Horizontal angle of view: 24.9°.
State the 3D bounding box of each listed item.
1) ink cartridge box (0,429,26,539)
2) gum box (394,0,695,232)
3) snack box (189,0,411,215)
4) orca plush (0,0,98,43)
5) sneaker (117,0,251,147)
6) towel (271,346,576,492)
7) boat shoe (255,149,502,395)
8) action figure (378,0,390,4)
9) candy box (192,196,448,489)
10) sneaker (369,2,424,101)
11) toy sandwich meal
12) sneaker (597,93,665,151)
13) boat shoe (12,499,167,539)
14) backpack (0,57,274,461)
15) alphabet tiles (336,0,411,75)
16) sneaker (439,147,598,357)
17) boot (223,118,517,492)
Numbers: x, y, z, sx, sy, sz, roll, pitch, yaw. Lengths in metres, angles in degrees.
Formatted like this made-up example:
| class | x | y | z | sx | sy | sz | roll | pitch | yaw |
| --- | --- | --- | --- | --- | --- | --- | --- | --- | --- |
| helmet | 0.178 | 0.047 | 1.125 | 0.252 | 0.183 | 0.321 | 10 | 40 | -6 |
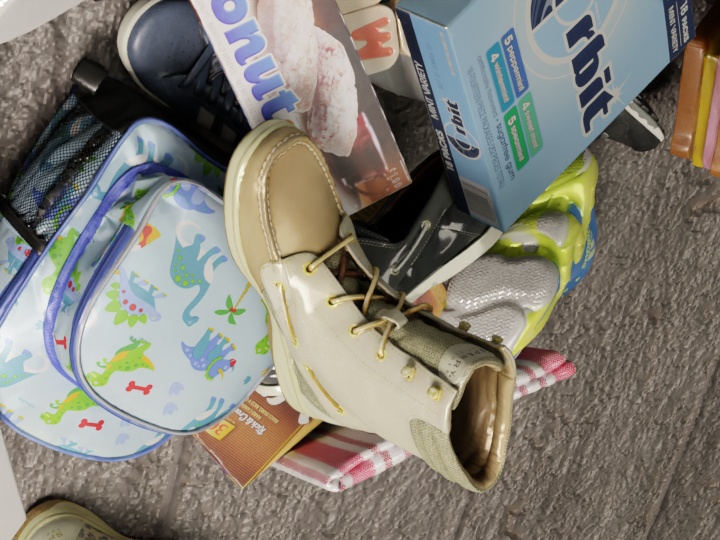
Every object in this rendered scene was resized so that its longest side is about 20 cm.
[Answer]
| class | x | y | z | sx | sy | sz | roll | pitch | yaw |
| --- | --- | --- | --- | --- | --- | --- | --- | --- | --- |
| ink cartridge box | -0.285 | 0.080 | 0.906 | 0.084 | 0.145 | 0.201 | -58 | 150 | -48 |
| gum box | 0.120 | -0.150 | 0.984 | 0.200 | 0.044 | 0.170 | -45 | 140 | -21 |
| snack box | -0.038 | -0.114 | 0.904 | 0.072 | 0.024 | 0.200 | -27 | 125 | -3 |
| orca plush | -0.137 | -0.204 | 0.831 | 0.200 | 0.071 | 0.105 | -42 | 166 | 24 |
| sneaker | -0.058 | -0.100 | 0.993 | 0.200 | 0.085 | 0.075 | 30 | 99 | -41 |
| towel | 0.037 | 0.102 | 1.141 | 0.199 | 0.146 | 0.030 | -25 | 99 | -18 |
| boat shoe | 0.000 | 0.000 | 1.035 | 0.200 | 0.072 | 0.068 | -40 | 122 | -11 |
| action figure | -0.068 | -0.191 | 0.923 | 0.199 | 0.055 | 0.118 | 19 | 108 | -21 |
| candy box | -0.042 | 0.042 | 1.110 | 0.200 | 0.056 | 0.117 | -39 | 132 | -6 |
| sneaker | 0.059 | -0.194 | 0.999 | 0.099 | 0.078 | 0.200 | 28 | 112 | -7 |
| toy sandwich meal | 0.266 | -0.172 | 1.146 | 0.205 | 0.070 | 0.206 | -32 | 127 | -57 |
| sneaker | 0.125 | -0.124 | 1.122 | 0.200 | 0.076 | 0.088 | 30 | 113 | -37 |
| boat shoe | -0.158 | 0.225 | 1.139 | 0.200 | 0.063 | 0.073 | 32 | 97 | -42 |
| backpack | -0.138 | 0.014 | 0.967 | 0.183 | 0.147 | 0.200 | 34 | 95 | -42 |
| alphabet tiles | 0.008 | -0.210 | 0.909 | 0.195 | 0.015 | 0.201 | -21 | 118 | -22 |
| sneaker | 0.125 | 0.008 | 1.156 | 0.200 | 0.076 | 0.105 | -60 | 147 | -21 |
| boot | 0.008 | 0.020 | 0.883 | 0.072 | 0.154 | 0.201 | -35 | 130 | -29 |
